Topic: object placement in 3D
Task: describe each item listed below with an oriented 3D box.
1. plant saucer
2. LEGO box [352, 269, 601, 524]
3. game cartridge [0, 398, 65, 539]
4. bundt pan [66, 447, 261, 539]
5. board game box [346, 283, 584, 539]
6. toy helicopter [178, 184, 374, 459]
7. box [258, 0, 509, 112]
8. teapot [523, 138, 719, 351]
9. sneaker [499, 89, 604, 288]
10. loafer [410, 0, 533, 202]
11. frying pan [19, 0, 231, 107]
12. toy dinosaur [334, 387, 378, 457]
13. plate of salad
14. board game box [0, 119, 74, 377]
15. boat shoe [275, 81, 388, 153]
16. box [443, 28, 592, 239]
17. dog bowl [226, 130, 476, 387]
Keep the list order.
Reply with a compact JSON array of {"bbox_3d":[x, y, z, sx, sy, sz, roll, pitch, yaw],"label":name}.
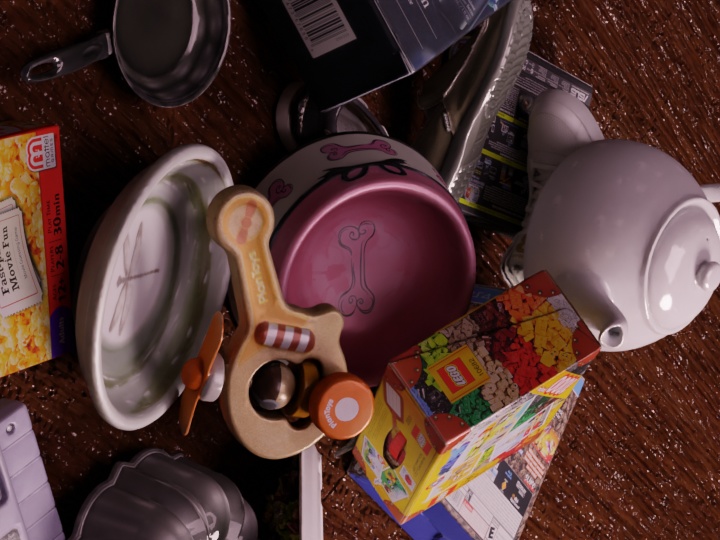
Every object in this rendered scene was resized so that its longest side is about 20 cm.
[{"bbox_3d":[-0.149,0.006,1.174,0.200,0.050,0.202,17,90,-71],"label":"plant saucer"},{"bbox_3d":[0.085,0.102,1.331,0.148,0.077,0.200,-30,163,-20],"label":"LEGO box"},{"bbox_3d":[-0.272,0.186,1.089,0.200,0.038,0.131,-39,123,-43],"label":"game cartridge"},{"bbox_3d":[-0.134,0.233,1.229,0.202,0.075,0.204,-31,126,-56],"label":"bundt pan"},{"bbox_3d":[0.098,0.136,1.529,0.160,0.096,0.201,51,57,-46],"label":"board game box"},{"bbox_3d":[-0.076,0.039,1.208,0.131,0.079,0.201,-18,109,-16],"label":"toy helicopter"},{"bbox_3d":[0.024,-0.236,1.295,0.200,0.107,0.149,-41,106,-42],"label":"box"},{"bbox_3d":[0.247,-0.015,1.476,0.197,0.145,0.201,29,81,-51],"label":"teapot"},{"bbox_3d":[0.171,-0.051,1.533,0.116,0.073,0.201,-46,134,-41],"label":"sneaker"},{"bbox_3d":[0.080,-0.146,1.422,0.201,0.069,0.075,-66,166,16],"label":"loafer"},{"bbox_3d":[-0.155,-0.147,1.172,0.190,0.031,0.115,-49,134,-31],"label":"frying pan"},{"bbox_3d":[0.007,0.052,1.421,0.102,0.077,0.201,32,91,-38],"label":"toy dinosaur"},{"bbox_3d":[-0.052,0.214,1.329,0.200,0.048,0.202,179,-90,-90],"label":"plate of salad"},{"bbox_3d":[-0.265,0.000,1.041,0.199,0.046,0.153,-22,115,-50],"label":"board game box"},{"bbox_3d":[0.004,-0.081,1.381,0.074,0.060,0.200,-61,140,-23],"label":"boat shoe"},{"bbox_3d":[0.134,-0.117,1.566,0.199,0.044,0.162,16,86,-54],"label":"box"},{"bbox_3d":[0.000,0.000,1.309,0.199,0.074,0.202,-9,113,-23],"label":"dog bowl"}]
